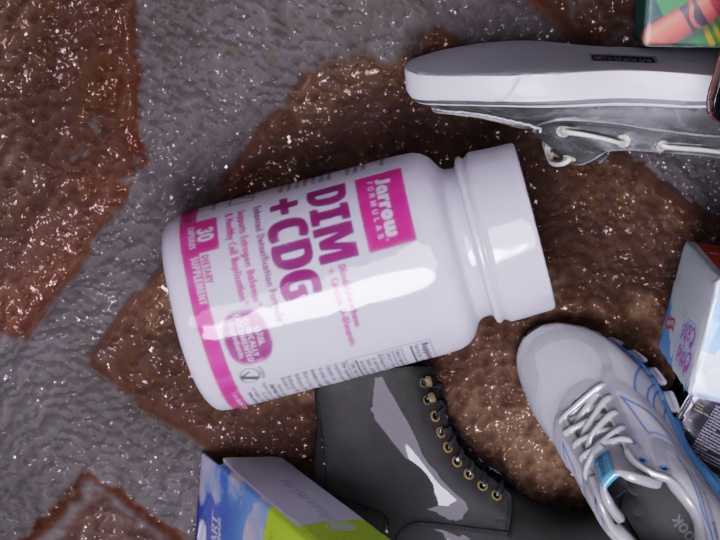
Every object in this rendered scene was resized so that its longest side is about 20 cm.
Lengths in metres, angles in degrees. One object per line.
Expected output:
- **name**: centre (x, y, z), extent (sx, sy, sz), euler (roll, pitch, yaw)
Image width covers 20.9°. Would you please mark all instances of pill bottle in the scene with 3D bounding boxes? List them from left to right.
- **pill bottle**: centre (0.000, 0.000, 1.077), extent (0.200, 0.113, 0.114), euler (-15, 101, 4)

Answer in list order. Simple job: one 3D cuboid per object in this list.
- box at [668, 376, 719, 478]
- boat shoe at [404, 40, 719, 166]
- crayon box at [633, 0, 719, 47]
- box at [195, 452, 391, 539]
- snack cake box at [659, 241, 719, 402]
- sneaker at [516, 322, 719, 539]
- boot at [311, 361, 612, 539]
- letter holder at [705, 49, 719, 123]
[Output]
- **box**: centre (0.283, 0.093, 1.129), extent (0.200, 0.044, 0.160), euler (27, 100, -5)
- **boat shoe**: centre (0.123, -0.088, 1.080), extent (0.199, 0.071, 0.064), euler (3, 112, 7)
- **crayon box**: centre (0.217, -0.222, 1.058), extent (0.127, 0.051, 0.201), euler (1, 101, 0)
- **box**: centre (-0.038, 0.184, 1.088), extent (0.048, 0.200, 0.122), euler (-1, 102, -25)
- **snack cake box**: centre (0.269, 0.044, 1.038), extent (0.199, 0.115, 0.067), euler (12, 102, -1)
- **sneaker**: centre (0.146, 0.101, 1.074), extent (0.075, 0.087, 0.200), euler (-45, 60, 14)
- **boot**: centre (0.065, 0.113, 1.123), extent (0.199, 0.077, 0.139), euler (-2, 96, 0)
- **letter holder**: centre (0.284, -0.065, 1.023), extent (0.200, 0.101, 0.142), euler (2, 112, -32)
